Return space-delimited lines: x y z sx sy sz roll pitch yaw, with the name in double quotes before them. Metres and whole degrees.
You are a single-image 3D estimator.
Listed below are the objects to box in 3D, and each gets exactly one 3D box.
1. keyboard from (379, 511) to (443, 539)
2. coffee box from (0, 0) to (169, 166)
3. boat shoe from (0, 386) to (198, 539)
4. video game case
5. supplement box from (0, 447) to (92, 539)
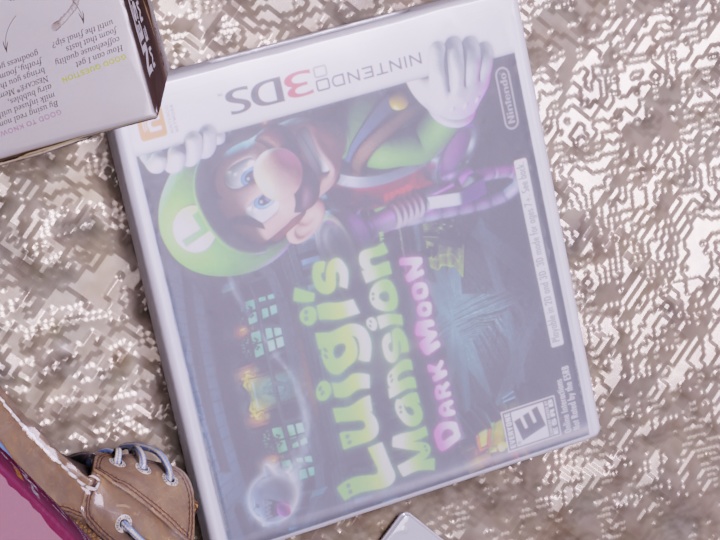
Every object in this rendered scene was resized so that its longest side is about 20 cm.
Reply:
"keyboard" -0.021 0.199 0.958 0.056 0.011 0.201 38 85 -16
"coffee box" -0.134 -0.148 0.797 0.079 0.113 0.202 -15 104 1
"boat shoe" -0.103 0.107 0.887 0.072 0.072 0.201 -43 109 -25
"video game case" 0.000 0.000 0.924 0.181 0.023 0.202 -16 104 -16
"supplement box" -0.150 0.119 0.781 0.110 0.086 0.200 -45 107 -8
